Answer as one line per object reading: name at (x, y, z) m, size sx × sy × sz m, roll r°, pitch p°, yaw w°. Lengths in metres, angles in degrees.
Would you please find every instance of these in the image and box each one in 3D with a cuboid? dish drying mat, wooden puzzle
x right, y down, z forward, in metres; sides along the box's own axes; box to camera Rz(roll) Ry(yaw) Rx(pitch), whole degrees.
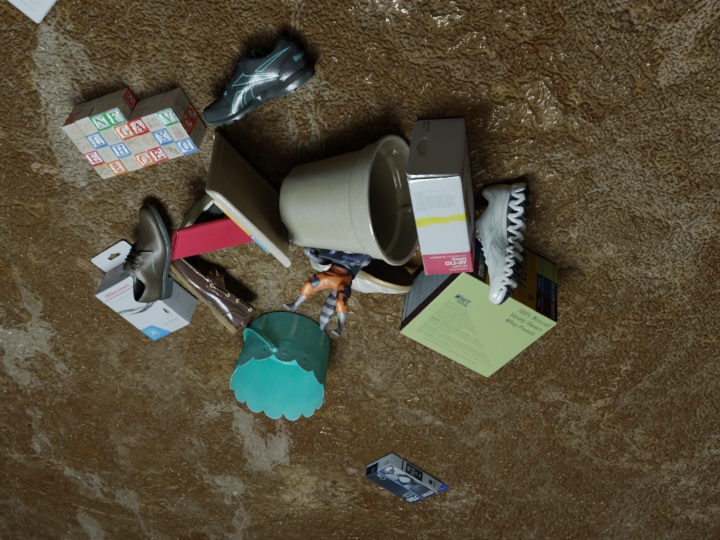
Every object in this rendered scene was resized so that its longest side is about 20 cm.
dish drying mat at (-0.231, -0.067, 1.437) m, size 0.199 × 0.018 × 0.077 m, roll -16°, pitch 150°, yaw -32°
wooden puzzle at (-0.181, -0.112, 1.339) m, size 0.037 × 0.201 × 0.185 m, roll -34°, pitch 123°, yaw 16°

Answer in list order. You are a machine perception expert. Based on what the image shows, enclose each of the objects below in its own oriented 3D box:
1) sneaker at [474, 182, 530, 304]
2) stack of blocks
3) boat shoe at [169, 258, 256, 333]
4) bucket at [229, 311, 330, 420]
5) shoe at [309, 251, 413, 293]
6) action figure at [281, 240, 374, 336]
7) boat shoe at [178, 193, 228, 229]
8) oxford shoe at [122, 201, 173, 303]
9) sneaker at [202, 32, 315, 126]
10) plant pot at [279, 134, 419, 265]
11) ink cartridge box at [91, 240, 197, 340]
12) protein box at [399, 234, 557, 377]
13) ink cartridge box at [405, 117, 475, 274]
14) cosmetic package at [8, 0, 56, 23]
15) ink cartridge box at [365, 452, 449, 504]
sneaker at (0.223, -0.044, 1.345) m, size 0.080 × 0.202 × 0.075 m, roll 6°, pitch 168°, yaw 19°
stack of blocks at (-0.365, -0.231, 1.351) m, size 0.198 × 0.059 × 0.116 m, roll -11°, pitch 132°, yaw 23°
boat shoe at (-0.287, 0.031, 1.609) m, size 0.070 × 0.070 × 0.200 m, roll -43°, pitch 111°, yaw 0°
bucket at (-0.158, 0.192, 1.694) m, size 0.205 × 0.136 × 0.208 m, roll 5°, pitch 136°, yaw 5°
shoe at (0.000, 0.000, 1.512) m, size 0.198 × 0.070 × 0.054 m, roll 20°, pitch 135°, yaw 3°
action figure at (-0.057, -0.004, 1.449) m, size 0.199 × 0.195 × 0.105 m, roll 23°, pitch 168°, yaw 35°
boat shoe at (-0.253, -0.106, 1.450) m, size 0.063 × 0.074 × 0.201 m, roll 30°, pitch 140°, yaw -17°
oxford shoe at (-0.392, -0.026, 1.523) m, size 0.072 × 0.084 × 0.202 m, roll 29°, pitch 125°, yaw 43°
sneaker at (-0.164, -0.286, 1.256) m, size 0.199 × 0.076 × 0.080 m, roll -23°, pitch 114°, yaw 23°
plant pot at (-0.021, -0.108, 1.332) m, size 0.182 × 0.202 × 0.201 m, roll -1°, pitch 137°, yaw 29°
ink cartridge box at (-0.437, 0.043, 1.647) m, size 0.115 × 0.067 × 0.200 m, roll -24°, pitch 127°, yaw 33°
protein box at (0.209, 0.051, 1.470) m, size 0.197 × 0.136 × 0.200 m, roll 27°, pitch 135°, yaw -16°
ink cartridge box at (0.131, -0.115, 1.304) m, size 0.082 × 0.146 × 0.201 m, roll -2°, pitch 136°, yaw 13°
cosmetic package at (-0.431, -0.471, 1.066) m, size 0.199 × 0.124 × 0.199 m, roll -31°, pitch 123°, yaw 34°
ink cartridge box at (0.117, 0.524, 2.058) m, size 0.199 × 0.039 × 0.099 m, roll 34°, pitch 132°, yaw -23°
